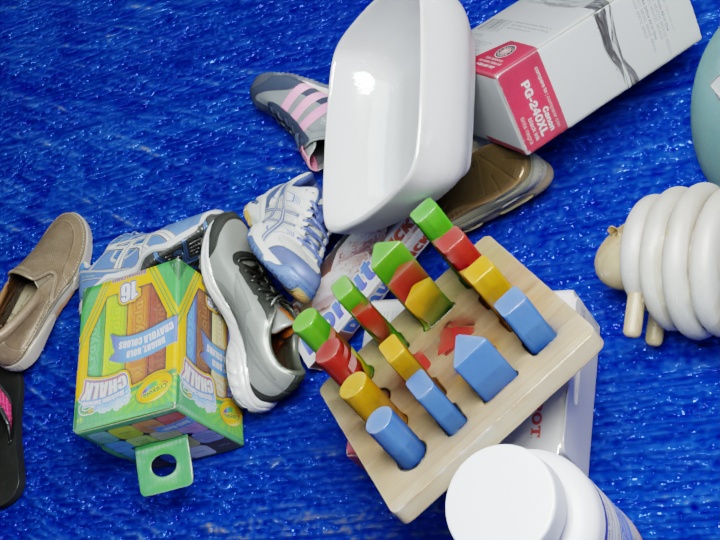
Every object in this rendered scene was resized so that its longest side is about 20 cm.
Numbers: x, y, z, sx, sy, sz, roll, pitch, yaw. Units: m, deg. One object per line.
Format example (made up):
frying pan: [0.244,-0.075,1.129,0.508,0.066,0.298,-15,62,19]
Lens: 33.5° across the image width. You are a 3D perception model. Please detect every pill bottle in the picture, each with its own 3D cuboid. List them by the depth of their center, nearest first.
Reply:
pill bottle: [0.137,0.200,0.891,0.111,0.200,0.113,-13,60,24]

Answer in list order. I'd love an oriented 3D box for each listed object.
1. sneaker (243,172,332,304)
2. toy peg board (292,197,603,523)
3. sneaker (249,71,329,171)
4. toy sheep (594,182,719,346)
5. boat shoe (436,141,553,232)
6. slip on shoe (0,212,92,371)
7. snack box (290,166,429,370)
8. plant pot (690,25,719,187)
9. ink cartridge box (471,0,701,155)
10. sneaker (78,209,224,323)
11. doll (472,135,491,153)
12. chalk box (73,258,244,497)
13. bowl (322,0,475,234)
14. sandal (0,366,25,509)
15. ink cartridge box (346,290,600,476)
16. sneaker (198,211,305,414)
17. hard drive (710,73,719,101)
sneaker: [-0.061,-0.043,1.173,0.088,0.075,0.200,-36,30,6]
toy peg board: [0.048,0.052,0.934,0.200,0.098,0.199,-43,28,2]
sneaker: [-0.054,-0.151,1.261,0.199,0.070,0.083,21,73,37]
toy sheep: [0.280,-0.004,0.962,0.198,0.138,0.139,4,67,35]
boat shoe: [0.091,-0.065,1.141,0.199,0.065,0.073,-24,64,35]
slip on shoe: [-0.367,0.013,1.351,0.075,0.061,0.202,7,62,30]
snack box: [0.000,0.000,1.146,0.201,0.024,0.072,-51,50,21]
plant pot: [0.362,-0.158,0.989,0.198,0.135,0.202,-13,60,23]
ink cartridge box: [0.183,-0.201,1.081,0.199,0.084,0.145,-33,24,-9]
sneaker: [-0.228,-0.016,1.287,0.199,0.076,0.078,-30,59,12]
doll: [0.091,-0.193,1.213,0.135,0.049,0.202,-18,58,5]
chalk box: [-0.195,0.115,1.171,0.124,0.124,0.202,-17,58,22]
bowl: [0.037,-0.136,1.053,0.200,0.074,0.202,-26,57,61]
sandal: [-0.407,0.163,1.316,0.075,0.045,0.202,-29,55,14]
ink cartridge box: [0.099,0.103,1.035,0.198,0.083,0.148,-4,63,29]
sneaker: [-0.099,0.033,1.170,0.079,0.074,0.202,-28,71,33]
hard drive: [0.369,-0.107,0.909,0.131,0.200,0.027,-35,31,16]
